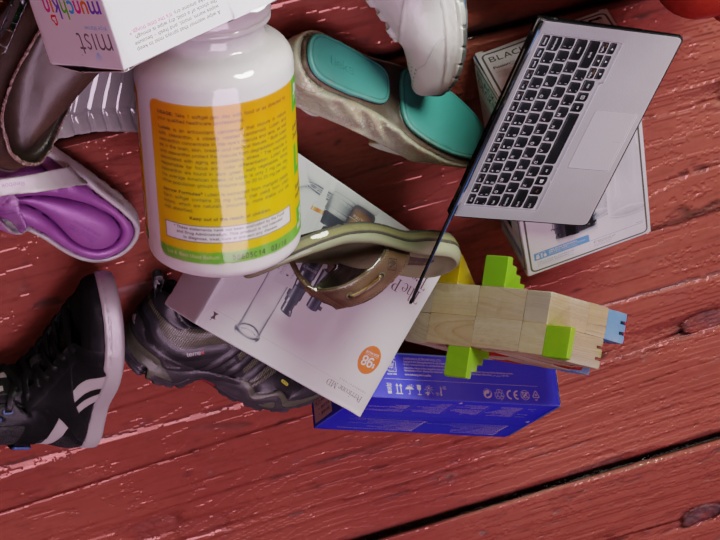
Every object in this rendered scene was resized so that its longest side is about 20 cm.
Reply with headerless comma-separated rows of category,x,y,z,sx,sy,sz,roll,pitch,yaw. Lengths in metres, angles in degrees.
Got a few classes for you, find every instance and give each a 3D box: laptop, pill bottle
laptop,0.137,-0.076,1.436,0.199,0.116,0.188,3,131,-26
pill bottle,-0.099,-0.107,1.346,0.110,0.111,0.201,-10,120,-15

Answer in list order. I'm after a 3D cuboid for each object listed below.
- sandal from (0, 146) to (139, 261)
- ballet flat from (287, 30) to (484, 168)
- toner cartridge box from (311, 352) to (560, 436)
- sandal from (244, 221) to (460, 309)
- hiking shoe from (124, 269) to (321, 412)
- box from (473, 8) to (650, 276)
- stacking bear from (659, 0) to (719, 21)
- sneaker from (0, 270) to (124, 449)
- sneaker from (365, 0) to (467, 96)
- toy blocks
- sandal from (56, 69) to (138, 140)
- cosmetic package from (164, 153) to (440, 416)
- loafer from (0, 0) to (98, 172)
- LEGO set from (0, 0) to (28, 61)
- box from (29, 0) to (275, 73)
sandal,-0.239,-0.052,1.419,0.202,0.050,0.083,21,120,-38
ballet flat,0.010,-0.126,1.474,0.199,0.068,0.062,26,146,-35
toner cartridge box,0.065,0.108,1.699,0.199,0.044,0.095,5,158,-28
sandal,0.001,0.000,1.467,0.200,0.058,0.080,2,167,-40
hiking shoe,-0.091,0.052,1.578,0.199,0.076,0.101,9,131,-29
box,0.162,-0.099,1.554,0.116,0.060,0.201,-19,136,-6
stacking bear,0.217,-0.247,1.406,0.114,0.122,0.200,-42,141,15
sneaker,-0.250,0.080,1.527,0.111,0.073,0.201,-4,141,-19
sneaker,0.032,-0.211,1.395,0.086,0.075,0.201,-8,129,0
toy blocks,0.139,0.049,1.615,0.136,0.199,0.101,15,82,-44
sandal,-0.190,-0.136,1.374,0.201,0.050,0.083,-14,122,-28
cosmetic package,-0.038,0.008,1.534,0.200,0.052,0.151,32,89,-42
loafer,-0.192,-0.155,1.276,0.073,0.071,0.201,13,100,-60
LEGO set,-0.289,-0.169,1.226,0.115,0.154,0.201,13,122,-33
box,-0.111,-0.238,1.175,0.199,0.096,0.178,-31,116,-31
